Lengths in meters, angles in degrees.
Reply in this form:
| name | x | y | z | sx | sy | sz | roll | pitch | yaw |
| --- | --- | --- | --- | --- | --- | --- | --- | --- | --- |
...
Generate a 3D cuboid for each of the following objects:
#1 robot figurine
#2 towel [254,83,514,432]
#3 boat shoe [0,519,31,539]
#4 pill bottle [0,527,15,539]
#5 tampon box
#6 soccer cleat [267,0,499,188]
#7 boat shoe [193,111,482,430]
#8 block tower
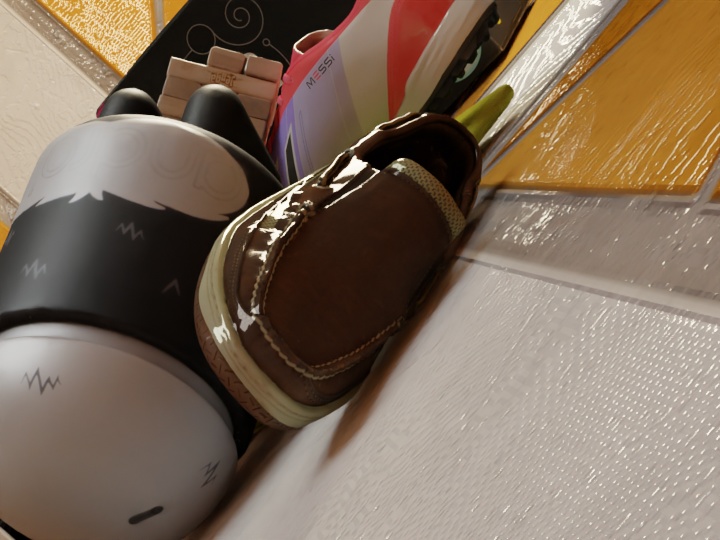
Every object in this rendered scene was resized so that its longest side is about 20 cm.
| name | x | y | z | sx | sy | sz | roll | pitch | yaw |
| --- | --- | --- | --- | --- | --- | --- | --- | --- | --- |
| robot figurine | -0.092 | 0.020 | 1.011 | 0.150 | 0.124 | 0.201 | -38 | 29 | 50 |
| towel | 0.000 | 0.000 | 1.104 | 0.200 | 0.018 | 0.086 | -52 | 10 | -27 |
| boat shoe | -0.163 | 0.119 | 1.122 | 0.201 | 0.057 | 0.067 | -67 | -24 | -7 |
| pill bottle | -0.185 | 0.175 | 0.873 | 0.200 | 0.111 | 0.111 | -50 | 6 | -9 |
| tampon box | -0.024 | -0.127 | 1.422 | 0.200 | 0.150 | 0.126 | -46 | 6 | 25 |
| soccer cleat | -0.013 | -0.068 | 1.154 | 0.200 | 0.073 | 0.068 | -54 | -2 | 33 |
| boat shoe | -0.001 | -0.013 | 0.912 | 0.075 | 0.075 | 0.203 | -39 | 9 | 25 |
| block tower | -0.085 | -0.002 | 1.144 | 0.058 | 0.054 | 0.202 | 103 | 180 | -68 |
